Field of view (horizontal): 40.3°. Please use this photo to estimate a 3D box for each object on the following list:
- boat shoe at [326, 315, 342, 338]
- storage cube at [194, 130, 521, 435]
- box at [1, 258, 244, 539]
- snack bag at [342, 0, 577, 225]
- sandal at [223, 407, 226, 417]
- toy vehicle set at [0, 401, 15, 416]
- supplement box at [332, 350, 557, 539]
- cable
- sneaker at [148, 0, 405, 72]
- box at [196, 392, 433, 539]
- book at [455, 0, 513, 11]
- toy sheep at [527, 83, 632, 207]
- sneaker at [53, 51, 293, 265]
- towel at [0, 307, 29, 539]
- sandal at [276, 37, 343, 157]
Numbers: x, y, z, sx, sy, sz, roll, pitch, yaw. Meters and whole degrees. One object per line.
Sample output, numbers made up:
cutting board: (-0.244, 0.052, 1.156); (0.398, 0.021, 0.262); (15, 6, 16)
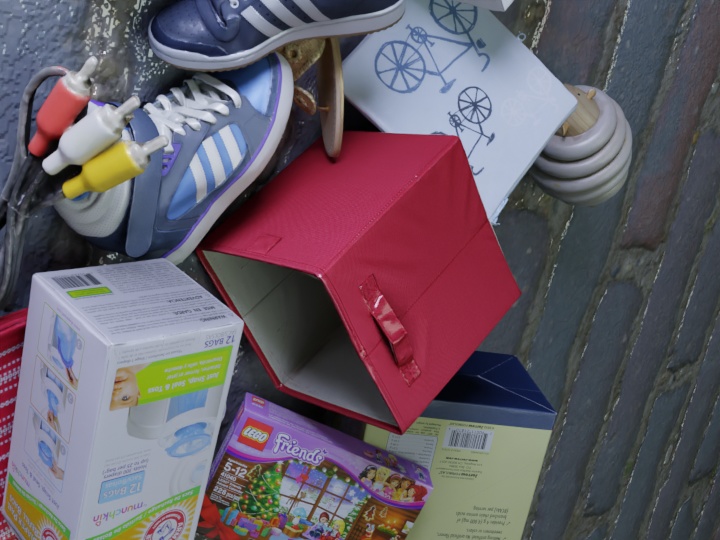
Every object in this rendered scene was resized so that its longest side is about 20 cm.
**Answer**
boat shoe: (0.004, 0.048, 0.987); (0.199, 0.073, 0.077); (-33, 133, -36)
storage cube: (0.000, 0.000, 0.842); (0.180, 0.198, 0.172); (-44, 123, -27)
box: (-0.171, 0.107, 0.692); (0.111, 0.101, 0.203); (-8, 121, -46)
snack bag: (0.093, -0.164, 0.900); (0.189, 0.200, 0.021); (-51, -174, -26)
sandal: (-0.151, 0.074, 0.831); (0.082, 0.049, 0.204); (-45, 139, -24)
toy vehicle set: (-0.314, 0.141, 0.688); (0.201, 0.026, 0.125); (-50, 141, -19)
supplement box: (0.073, 0.198, 1.037); (0.196, 0.135, 0.203); (8, 109, -13)
cable: (-0.219, -0.055, 0.638); (0.200, 0.097, 0.050); (-42, -177, 9)
sneaker: (-0.059, -0.213, 0.695); (0.197, 0.071, 0.109); (-15, 151, -12)
box: (-0.048, 0.217, 0.933); (0.198, 0.039, 0.138); (24, 105, -12)
book: (0.129, -0.322, 0.876); (0.201, 0.133, 0.048); (-50, 142, -17)
toy sheep: (0.248, -0.141, 1.129); (0.139, 0.137, 0.200); (-55, 143, -11)
sneaker: (-0.141, -0.105, 0.713); (0.201, 0.080, 0.146); (-56, 147, -2)
towel: (-0.239, 0.115, 0.725); (0.144, 0.022, 0.203); (-23, 128, -42)
sandal: (-0.054, -0.199, 0.799); (0.068, 0.078, 0.215); (-4, 110, -15)
